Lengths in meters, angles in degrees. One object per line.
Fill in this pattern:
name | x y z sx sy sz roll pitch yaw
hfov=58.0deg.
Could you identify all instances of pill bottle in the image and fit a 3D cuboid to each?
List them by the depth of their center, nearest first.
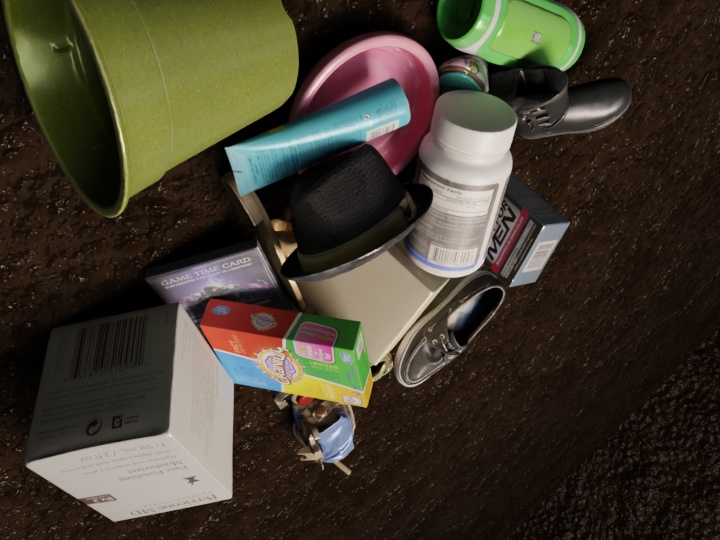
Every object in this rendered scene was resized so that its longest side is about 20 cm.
pill bottle | 0.118 -0.103 0.786 0.112 0.114 0.203 -17 136 -26

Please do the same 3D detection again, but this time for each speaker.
speaker | 0.182 -0.289 0.771 0.197 0.089 0.089 -2 131 -40

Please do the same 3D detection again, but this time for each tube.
tube | -0.043 -0.140 0.683 0.197 0.051 0.078 -26 147 -11

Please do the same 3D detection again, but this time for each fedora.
fedora | -0.019 -0.074 0.703 0.198 0.200 0.093 -31 109 -11

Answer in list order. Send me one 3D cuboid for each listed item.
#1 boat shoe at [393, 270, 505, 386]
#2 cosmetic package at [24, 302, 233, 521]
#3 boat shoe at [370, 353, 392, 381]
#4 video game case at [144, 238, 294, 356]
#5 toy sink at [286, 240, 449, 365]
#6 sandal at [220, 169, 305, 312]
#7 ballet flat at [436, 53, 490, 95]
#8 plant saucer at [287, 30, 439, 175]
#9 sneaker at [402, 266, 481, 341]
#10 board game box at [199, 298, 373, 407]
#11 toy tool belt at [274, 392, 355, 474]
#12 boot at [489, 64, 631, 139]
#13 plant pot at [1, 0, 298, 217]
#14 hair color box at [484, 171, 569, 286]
boat shoe | 0.126 0.087 0.896 0.200 0.066 0.070 -44 110 -1
cosmetic package | -0.257 0.173 0.773 0.161 0.167 0.202 -12 142 4
boat shoe | 0.012 0.164 1.104 0.073 0.064 0.200 -40 155 5
video game case | -0.167 0.044 0.837 0.140 0.019 0.202 -15 142 3
toy sink | 0.000 0.000 0.877 0.131 0.199 0.112 -52 171 21
sandal | -0.088 -0.043 0.786 0.069 0.077 0.214 -36 128 -14
ballet flat | 0.145 -0.228 0.826 0.200 0.068 0.072 37 71 -61
plant saucer | -0.001 -0.182 0.754 0.198 0.051 0.203 -24 140 -21
sneaker | 0.110 0.047 0.963 0.074 0.085 0.203 23 98 -18
board game box | -0.088 0.107 0.830 0.196 0.041 0.154 7 145 14
toy tool belt | -0.062 0.271 1.120 0.124 0.123 0.202 -31 143 -10
boot | 0.259 -0.224 0.828 0.162 0.067 0.199 -16 171 23
plant pot | -0.156 -0.172 0.536 0.188 0.200 0.203 -27 144 -34
hair color box | 0.178 -0.084 0.885 0.060 0.201 0.100 -7 135 -37
